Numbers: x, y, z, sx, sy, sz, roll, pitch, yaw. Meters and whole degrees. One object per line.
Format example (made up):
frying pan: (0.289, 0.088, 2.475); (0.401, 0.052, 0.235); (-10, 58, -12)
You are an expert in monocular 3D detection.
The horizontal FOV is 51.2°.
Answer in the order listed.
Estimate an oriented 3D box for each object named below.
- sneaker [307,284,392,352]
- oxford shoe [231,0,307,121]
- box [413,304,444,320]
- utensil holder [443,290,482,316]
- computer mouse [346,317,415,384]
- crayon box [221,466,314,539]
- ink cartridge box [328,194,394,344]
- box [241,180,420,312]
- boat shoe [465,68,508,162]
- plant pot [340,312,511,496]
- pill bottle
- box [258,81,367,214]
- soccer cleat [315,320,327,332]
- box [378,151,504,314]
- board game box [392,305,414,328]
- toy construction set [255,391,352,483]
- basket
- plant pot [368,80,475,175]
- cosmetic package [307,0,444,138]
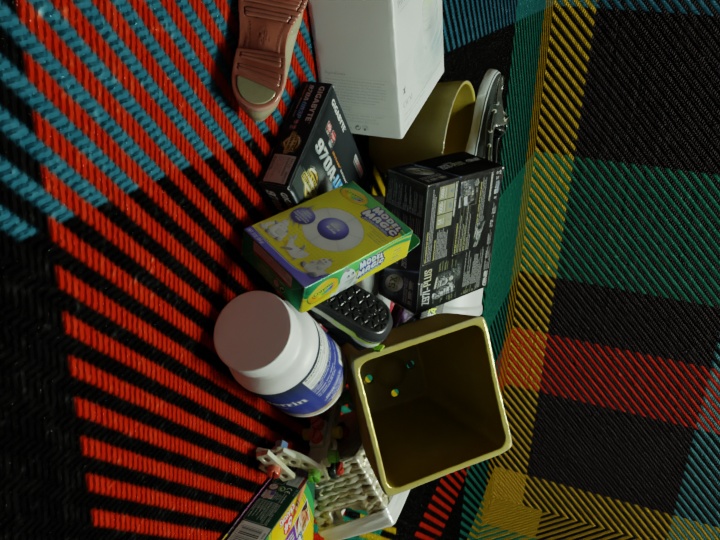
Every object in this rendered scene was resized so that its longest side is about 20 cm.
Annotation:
sneaker: (-0.052, 0.039, 0.937); (0.072, 0.200, 0.083); (-50, 178, -34)
oxford shoe: (-0.100, -0.258, 0.807); (0.074, 0.070, 0.201); (133, -29, -79)
box: (0.087, 0.059, 1.334); (0.200, 0.047, 0.194); (-14, -120, 67)
utensil holder: (0.173, -0.021, 1.519); (0.170, 0.169, 0.201); (-13, 110, -69)
computer mouse: (0.006, 0.135, 1.206); (0.200, 0.034, 0.059); (-38, 166, -10)
crayon box: (-0.128, 0.401, 1.060); (0.200, 0.058, 0.174); (-44, 140, -59)
ink cartridge box: (0.000, 0.000, 1.166); (0.201, 0.082, 0.146); (82, 27, -44)
box: (-0.028, -0.038, 0.901); (0.199, 0.117, 0.049); (-27, 146, -36)
boat shoe: (0.219, -0.240, 1.264); (0.069, 0.056, 0.201); (33, 69, -69)
plant pot: (0.071, 0.167, 1.082); (0.200, 0.193, 0.197); (-157, -129, -72)
pill bottle: (-0.094, 0.103, 0.913); (0.200, 0.115, 0.116); (56, 48, -63)
box: (-0.057, -0.123, 0.997); (0.200, 0.046, 0.160); (64, 42, -59)
soccer cleat: (-0.039, 0.019, 1.020); (0.076, 0.067, 0.201); (-24, 145, -39)
box: (0.118, -0.059, 1.111); (0.163, 0.086, 0.201); (-19, 124, -37)
board game box: (0.064, 0.058, 1.291); (0.201, 0.032, 0.120); (-66, -156, 9)
toy construction set: (-0.068, 0.222, 1.072); (0.200, 0.092, 0.132); (-62, 144, -40)
basket: (0.000, 0.312, 1.199); (0.124, 0.135, 0.200); (62, 25, -9)
plant pot: (0.096, -0.216, 1.231); (0.200, 0.141, 0.201); (12, 90, -70)
cosmetic package: (0.030, -0.322, 1.025); (0.200, 0.122, 0.201); (-61, 152, -42)
